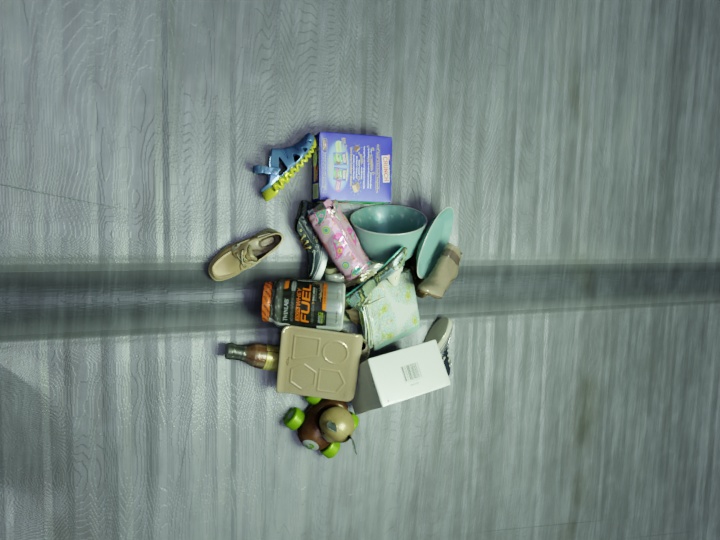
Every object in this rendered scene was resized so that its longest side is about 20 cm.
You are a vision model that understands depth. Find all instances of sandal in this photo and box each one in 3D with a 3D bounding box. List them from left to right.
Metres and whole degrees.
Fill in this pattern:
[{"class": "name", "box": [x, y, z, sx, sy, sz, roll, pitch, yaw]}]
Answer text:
[{"class": "sandal", "box": [-0.188, -0.267, 1.369, 0.087, 0.079, 0.200, 44, 77, -15]}, {"class": "sandal", "box": [0.004, 0.112, 1.489, 0.199, 0.057, 0.081, 21, 88, -23]}]

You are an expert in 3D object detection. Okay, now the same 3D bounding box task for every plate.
[{"class": "plate", "box": [0.188, -0.075, 1.457, 0.025, 0.200, 0.202, 24, 84, 22]}]

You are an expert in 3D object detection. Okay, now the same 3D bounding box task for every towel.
[{"class": "towel", "box": [0.078, 0.102, 1.489, 0.199, 0.048, 0.173, -20, 107, -39]}]

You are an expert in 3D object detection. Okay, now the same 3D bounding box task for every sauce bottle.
[{"class": "sauce bottle", "box": [-0.237, 0.215, 1.400, 0.198, 0.066, 0.067, 15, 90, -21]}]

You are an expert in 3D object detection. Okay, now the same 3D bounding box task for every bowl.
[{"class": "bowl", "box": [0.071, -0.086, 1.441, 0.198, 0.201, 0.106, -10, 118, -20]}]

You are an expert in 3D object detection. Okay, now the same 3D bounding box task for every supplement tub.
[{"class": "supplement tub", "box": [-0.138, 0.083, 1.378, 0.197, 0.123, 0.124, 3, 94, -3]}]

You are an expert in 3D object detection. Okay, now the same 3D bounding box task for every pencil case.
[{"class": "pencil case", "box": [-0.050, -0.077, 1.369, 0.087, 0.087, 0.201, -32, 102, -16]}]

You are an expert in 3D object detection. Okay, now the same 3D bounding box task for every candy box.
[{"class": "candy box", "box": [-0.021, -0.258, 1.434, 0.197, 0.077, 0.172, 0, 94, -21]}]

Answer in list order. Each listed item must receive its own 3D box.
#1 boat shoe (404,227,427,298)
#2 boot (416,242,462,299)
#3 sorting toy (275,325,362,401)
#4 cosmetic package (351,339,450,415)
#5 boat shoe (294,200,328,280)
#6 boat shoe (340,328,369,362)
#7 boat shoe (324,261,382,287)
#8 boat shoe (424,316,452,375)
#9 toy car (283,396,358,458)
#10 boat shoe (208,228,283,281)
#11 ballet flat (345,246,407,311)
[{"class": "boat shoe", "box": [0.168, -0.030, 1.544, 0.076, 0.071, 0.202, -23, 110, -33]}, {"class": "boot", "box": [0.214, -0.001, 1.476, 0.070, 0.200, 0.148, 24, 94, 18]}, {"class": "sorting toy", "box": [-0.102, 0.227, 1.375, 0.197, 0.037, 0.187, 6, 110, -5]}, {"class": "cosmetic package", "box": [0.087, 0.277, 1.443, 0.197, 0.200, 0.124, -12, 74, -25]}, {"class": "boat shoe", "box": [-0.128, -0.075, 1.416, 0.090, 0.071, 0.203, 11, 84, -22]}, {"class": "boat shoe", "box": [-0.071, 0.173, 1.419, 0.198, 0.060, 0.072, 20, 63, 10]}, {"class": "boat shoe", "box": [0.000, 0.000, 1.475, 0.198, 0.075, 0.069, -13, 111, -16]}, {"class": "boat shoe", "box": [0.226, 0.236, 1.589, 0.092, 0.075, 0.202, 27, 93, -28]}, {"class": "toy car", "box": [-0.074, 0.401, 1.408, 0.164, 0.200, 0.158, 43, 79, -19]}, {"class": "boat shoe", "box": [-0.278, -0.042, 1.358, 0.199, 0.064, 0.072, -35, 106, -15]}, {"class": "ballet flat", "box": [0.053, 0.027, 1.366, 0.200, 0.074, 0.074, -41, 110, 16]}]
